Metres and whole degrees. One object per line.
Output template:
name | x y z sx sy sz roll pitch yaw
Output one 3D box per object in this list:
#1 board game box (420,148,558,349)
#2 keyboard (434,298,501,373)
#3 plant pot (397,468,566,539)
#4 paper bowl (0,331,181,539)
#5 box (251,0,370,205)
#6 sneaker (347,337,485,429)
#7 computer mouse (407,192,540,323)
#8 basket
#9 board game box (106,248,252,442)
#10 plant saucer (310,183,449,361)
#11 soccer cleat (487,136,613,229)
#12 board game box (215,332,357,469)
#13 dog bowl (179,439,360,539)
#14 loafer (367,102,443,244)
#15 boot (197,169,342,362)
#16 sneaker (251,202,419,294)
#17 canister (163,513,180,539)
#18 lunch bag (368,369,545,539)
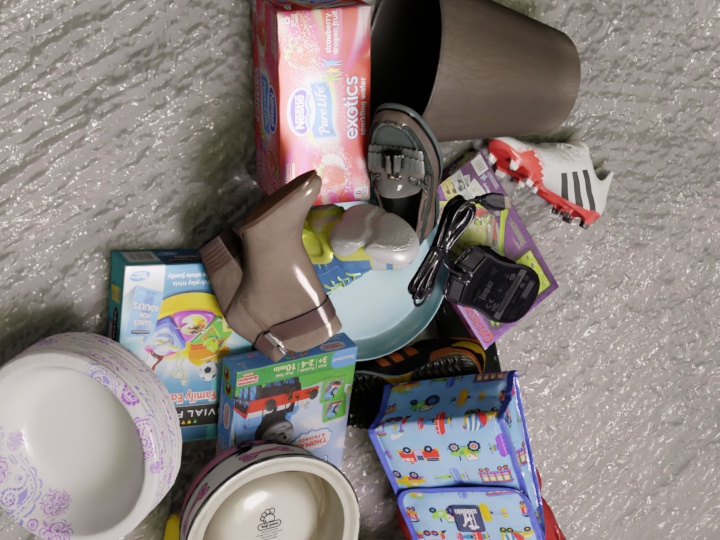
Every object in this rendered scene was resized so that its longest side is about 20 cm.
board game box | 0.134 -0.023 1.571 0.120 0.032 0.201 -39 115 -14
keyboard | 0.116 0.118 1.628 0.103 0.039 0.203 -21 106 -31
plant pot | 0.142 0.325 1.639 0.199 0.200 0.184 -28 113 -16
paper bowl | -0.270 0.159 1.357 0.198 0.104 0.204 5 107 16
box | -0.049 -0.172 1.377 0.098 0.096 0.203 -7 114 -18
sneaker | 0.049 0.121 1.550 0.198 0.090 0.071 -13 106 21
computer mouse | 0.134 -0.020 1.511 0.198 0.046 0.142 12 109 -44
basket | 0.121 -0.208 1.444 0.198 0.136 0.183 4 103 -34
board game box | -0.188 0.080 1.438 0.149 0.047 0.203 -3 111 -28
plant saucer | 0.000 0.000 1.503 0.197 0.027 0.203 -6 111 -15
soccer cleat | 0.218 -0.121 1.575 0.199 0.068 0.086 31 85 -38
board game box | -0.084 0.174 1.491 0.150 0.037 0.202 -11 123 -32
dog bowl | -0.103 0.267 1.446 0.198 0.074 0.203 -10 115 -23
loafer | 0.045 -0.083 1.386 0.201 0.071 0.063 74 32 -55
boot | -0.068 0.004 1.350 0.147 0.199 0.070 52 43 -8
sneaker | -0.021 -0.012 1.400 0.076 0.198 0.106 -40 133 -39
canister | -0.122 0.337 1.559 0.197 0.086 0.151 0 111 -27
lunch bag | 0.111 0.221 1.480 0.149 0.094 0.202 -8 116 20
